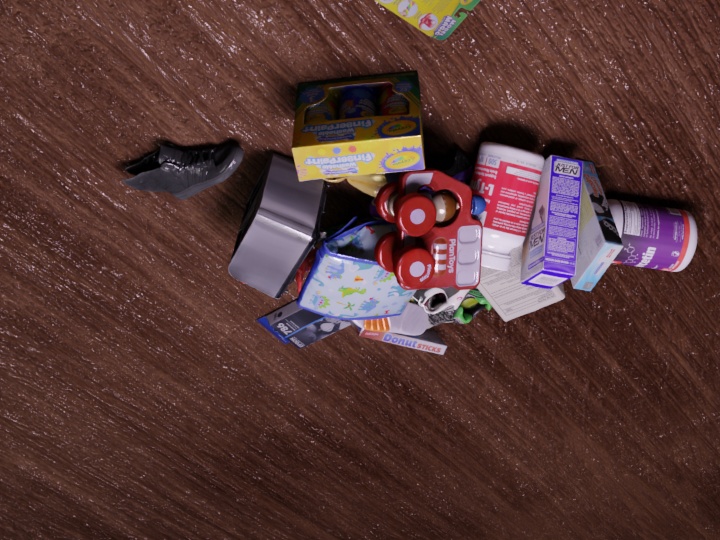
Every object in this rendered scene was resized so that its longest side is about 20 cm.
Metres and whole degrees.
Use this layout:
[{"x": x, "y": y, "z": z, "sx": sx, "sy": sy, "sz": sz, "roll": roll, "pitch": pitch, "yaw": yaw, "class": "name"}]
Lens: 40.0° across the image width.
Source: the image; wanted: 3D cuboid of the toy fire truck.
[{"x": 0.118, "y": -0.064, "z": 1.576, "sx": 0.167, "sy": 0.112, "sz": 0.201, "roll": -4, "pitch": 107, "yaw": -19, "class": "toy fire truck"}]

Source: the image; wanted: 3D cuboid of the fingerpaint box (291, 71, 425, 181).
[{"x": -0.002, "y": -0.229, "z": 1.557, "sx": 0.199, "sy": 0.167, "sz": 0.074, "roll": -4, "pitch": 136, "yaw": 6, "class": "fingerpaint box"}]

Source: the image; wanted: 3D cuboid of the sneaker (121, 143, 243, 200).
[{"x": -0.303, "y": -0.180, "z": 1.690, "sx": 0.199, "sy": 0.060, "sz": 0.104, "roll": -26, "pitch": 135, "yaw": 30, "class": "sneaker"}]

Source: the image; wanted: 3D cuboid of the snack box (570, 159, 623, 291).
[{"x": 0.380, "y": -0.078, "z": 1.685, "sx": 0.037, "sy": 0.201, "sz": 0.116, "roll": 8, "pitch": 137, "yaw": -17, "class": "snack box"}]

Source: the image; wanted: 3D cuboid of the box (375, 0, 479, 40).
[{"x": 0.079, "y": -0.427, "z": 1.436, "sx": 0.200, "sy": 0.048, "sz": 0.117, "roll": 29, "pitch": 129, "yaw": -23, "class": "box"}]

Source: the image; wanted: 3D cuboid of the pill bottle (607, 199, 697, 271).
[{"x": 0.486, "y": -0.064, "z": 1.762, "sx": 0.199, "sy": 0.113, "sz": 0.113, "roll": 8, "pitch": 136, "yaw": -7, "class": "pill bottle"}]

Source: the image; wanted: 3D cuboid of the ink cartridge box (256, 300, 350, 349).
[{"x": -0.107, "y": 0.101, "z": 1.999, "sx": 0.200, "sy": 0.039, "sz": 0.099, "roll": -27, "pitch": 131, "yaw": 27, "class": "ink cartridge box"}]

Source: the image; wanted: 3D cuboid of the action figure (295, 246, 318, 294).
[{"x": -0.125, "y": 0.008, "z": 1.839, "sx": 0.199, "sy": 0.065, "sz": 0.099, "roll": -10, "pitch": 123, "yaw": 36, "class": "action figure"}]

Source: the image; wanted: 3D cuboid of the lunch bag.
[{"x": 0.000, "y": 0.000, "z": 1.710, "sx": 0.199, "sy": 0.128, "sz": 0.170, "roll": -7, "pitch": 146, "yaw": -28, "class": "lunch bag"}]

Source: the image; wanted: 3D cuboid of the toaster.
[{"x": -0.136, "y": -0.082, "z": 1.700, "sx": 0.118, "sy": 0.181, "sz": 0.200, "roll": 22, "pitch": 134, "yaw": -15, "class": "toaster"}]

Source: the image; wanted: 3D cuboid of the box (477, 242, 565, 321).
[{"x": 0.271, "y": -0.021, "z": 1.813, "sx": 0.128, "sy": 0.109, "sz": 0.200, "roll": -23, "pitch": 132, "yaw": 23, "class": "box"}]

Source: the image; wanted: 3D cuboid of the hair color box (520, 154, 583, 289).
[{"x": 0.321, "y": -0.080, "z": 1.667, "sx": 0.065, "sy": 0.201, "sz": 0.109, "roll": 11, "pitch": 165, "yaw": -9, "class": "hair color box"}]

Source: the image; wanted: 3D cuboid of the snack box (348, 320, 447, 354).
[{"x": 0.074, "y": 0.123, "z": 1.971, "sx": 0.199, "sy": 0.072, "sz": 0.024, "roll": 15, "pitch": 111, "yaw": -28, "class": "snack box"}]

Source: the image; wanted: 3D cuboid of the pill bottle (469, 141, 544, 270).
[{"x": 0.231, "y": -0.106, "z": 1.654, "sx": 0.112, "sy": 0.112, "sz": 0.201, "roll": 12, "pitch": 96, "yaw": -12, "class": "pill bottle"}]

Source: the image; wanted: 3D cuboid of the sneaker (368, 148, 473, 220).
[{"x": 0.097, "y": -0.158, "z": 1.708, "sx": 0.199, "sy": 0.070, "sz": 0.100, "roll": -20, "pitch": 129, "yaw": 12, "class": "sneaker"}]

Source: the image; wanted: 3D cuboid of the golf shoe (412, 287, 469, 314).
[{"x": 0.113, "y": 0.032, "z": 1.776, "sx": 0.077, "sy": 0.088, "sz": 0.200, "roll": 40, "pitch": 149, "yaw": -30, "class": "golf shoe"}]

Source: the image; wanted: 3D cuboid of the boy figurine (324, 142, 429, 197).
[{"x": 0.016, "y": -0.184, "z": 1.662, "sx": 0.199, "sy": 0.064, "sz": 0.125, "roll": 4, "pitch": 109, "yaw": 19, "class": "boy figurine"}]

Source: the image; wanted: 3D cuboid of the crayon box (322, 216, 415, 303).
[{"x": 0.018, "y": -0.007, "z": 1.869, "sx": 0.118, "sy": 0.058, "sz": 0.200, "roll": -14, "pitch": 134, "yaw": 14, "class": "crayon box"}]

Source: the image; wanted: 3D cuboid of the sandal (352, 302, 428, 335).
[{"x": 0.039, "y": 0.082, "z": 1.868, "sx": 0.206, "sy": 0.080, "sz": 0.059, "roll": 20, "pitch": 169, "yaw": -38, "class": "sandal"}]

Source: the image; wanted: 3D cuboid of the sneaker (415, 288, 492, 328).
[{"x": 0.171, "y": 0.071, "z": 1.929, "sx": 0.200, "sy": 0.085, "sz": 0.078, "roll": -29, "pitch": 129, "yaw": 29, "class": "sneaker"}]
